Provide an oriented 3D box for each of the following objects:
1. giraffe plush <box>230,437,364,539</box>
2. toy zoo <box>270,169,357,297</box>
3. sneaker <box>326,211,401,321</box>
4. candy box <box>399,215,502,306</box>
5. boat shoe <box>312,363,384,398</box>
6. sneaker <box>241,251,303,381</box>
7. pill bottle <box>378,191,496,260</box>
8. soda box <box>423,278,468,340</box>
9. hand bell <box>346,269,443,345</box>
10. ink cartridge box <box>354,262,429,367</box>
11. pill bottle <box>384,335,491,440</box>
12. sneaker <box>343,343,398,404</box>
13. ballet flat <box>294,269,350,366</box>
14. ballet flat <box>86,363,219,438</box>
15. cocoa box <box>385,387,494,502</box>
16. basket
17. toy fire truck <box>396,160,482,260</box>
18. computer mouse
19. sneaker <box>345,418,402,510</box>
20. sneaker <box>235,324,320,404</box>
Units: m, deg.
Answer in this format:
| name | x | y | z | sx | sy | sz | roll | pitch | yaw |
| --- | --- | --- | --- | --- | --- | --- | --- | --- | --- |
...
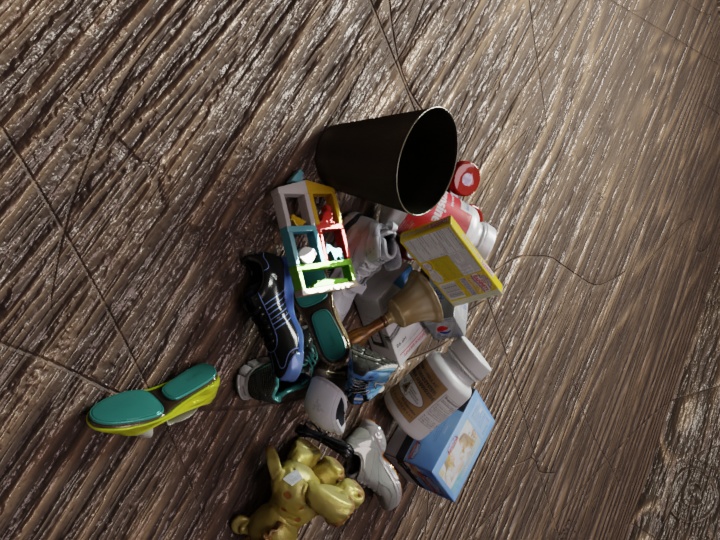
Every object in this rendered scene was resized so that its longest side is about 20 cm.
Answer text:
| name | x | y | z | sx | sy | sz | roll | pitch | yaw |
| --- | --- | --- | --- | --- | --- | --- | --- | --- | --- |
| giraffe plush | -0.113 | 0.393 | 1.069 | 0.163 | 0.172 | 0.199 | -57 | 148 | 7 |
| toy zoo | -0.075 | -0.064 | 1.046 | 0.130 | 0.020 | 0.203 | -7 | 81 | -49 |
| sneaker | 0.000 | 0.000 | 1.125 | 0.075 | 0.114 | 0.203 | 23 | 81 | -46 |
| candy box | 0.162 | -0.011 | 1.150 | 0.200 | 0.101 | 0.027 | 47 | 37 | -36 |
| boat shoe | -0.020 | 0.199 | 1.177 | 0.199 | 0.071 | 0.061 | 2 | 80 | -55 |
| sneaker | -0.139 | 0.069 | 0.991 | 0.077 | 0.070 | 0.203 | 6 | 64 | -38 |
| pill bottle | 0.141 | -0.085 | 1.181 | 0.198 | 0.112 | 0.114 | 27 | 76 | -14 |
| soda box | 0.177 | 0.038 | 1.310 | 0.064 | 0.067 | 0.202 | 55 | 35 | -38 |
| hand bell | 0.034 | 0.093 | 1.133 | 0.198 | 0.104 | 0.105 | -30 | 121 | -13 |
| ink cartridge box | 0.069 | 0.098 | 1.256 | 0.116 | 0.066 | 0.202 | -43 | 126 | -35 |
| pill bottle | 0.152 | 0.225 | 1.277 | 0.200 | 0.115 | 0.114 | -43 | 134 | 9 |
| sneaker | 0.012 | 0.177 | 1.056 | 0.200 | 0.077 | 0.091 | 61 | 52 | -75 |
| ballet flat | -0.070 | 0.064 | 1.075 | 0.069 | 0.065 | 0.203 | -16 | 73 | -5 |
| ballet flat | -0.279 | 0.192 | 0.901 | 0.199 | 0.066 | 0.068 | -20 | 133 | -46 |
| cocoa box | 0.169 | 0.347 | 1.368 | 0.201 | 0.130 | 0.134 | -55 | 132 | -25 |
| basket | 0.034 | -0.182 | 1.064 | 0.136 | 0.198 | 0.182 | 47 | 65 | -42 |
| toy fire truck | 0.137 | -0.133 | 1.269 | 0.166 | 0.112 | 0.203 | -17 | 110 | -25 |
| computer mouse | -0.062 | 0.242 | 1.060 | 0.044 | 0.109 | 0.202 | -49 | 154 | -32 |
| sneaker | 0.013 | 0.389 | 1.260 | 0.091 | 0.075 | 0.203 | -30 | 112 | -31 |
| sneaker | -0.102 | 0.157 | 1.062 | 0.199 | 0.090 | 0.079 | -35 | 123 | -38 |
